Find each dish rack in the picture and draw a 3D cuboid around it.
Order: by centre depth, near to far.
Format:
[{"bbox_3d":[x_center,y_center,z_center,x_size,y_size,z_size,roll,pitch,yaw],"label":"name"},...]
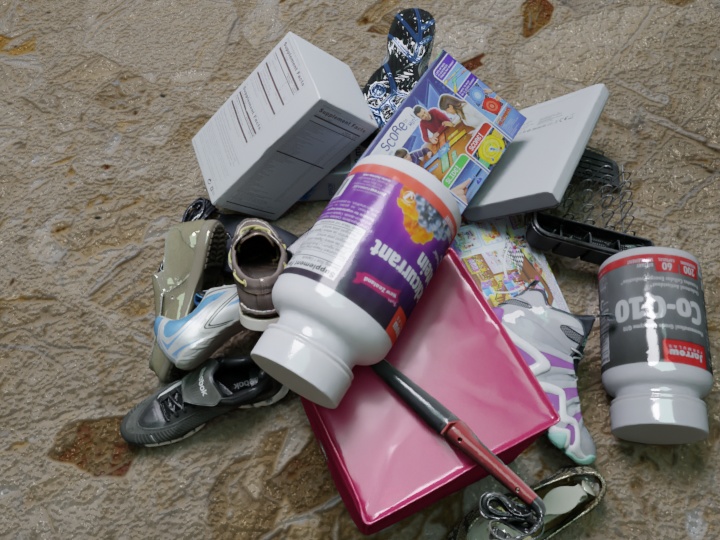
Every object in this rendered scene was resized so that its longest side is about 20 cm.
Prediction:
[{"bbox_3d":[0.284,-0.098,0.818,0.153,0.055,0.200,14,57,-6],"label":"dish rack"}]

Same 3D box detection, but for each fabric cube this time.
[{"bbox_3d":[0.047,0.134,0.655,0.200,0.199,0.197,-24,68,-10],"label":"fabric cube"}]

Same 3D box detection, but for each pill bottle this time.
[{"bbox_3d":[-0.005,0.010,0.543,0.111,0.111,0.200,27,70,13],"label":"pill bottle"},{"bbox_3d":[0.331,0.085,0.720,0.114,0.114,0.201,6,65,4],"label":"pill bottle"}]

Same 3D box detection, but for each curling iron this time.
[{"bbox_3d":[0.073,0.141,0.528,0.050,0.026,0.200,-36,69,-18],"label":"curling iron"}]

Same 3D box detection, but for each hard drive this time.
[{"bbox_3d":[0.220,-0.147,0.798,0.026,0.132,0.200,47,58,-25],"label":"hard drive"}]

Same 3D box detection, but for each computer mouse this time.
[{"bbox_3d":[-0.154,-0.025,0.814,0.199,0.053,0.139,15,65,8],"label":"computer mouse"}]

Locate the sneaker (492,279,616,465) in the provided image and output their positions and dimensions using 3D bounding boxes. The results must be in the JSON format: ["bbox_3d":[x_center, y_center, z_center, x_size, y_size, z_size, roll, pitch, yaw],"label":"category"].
[{"bbox_3d":[0.230,0.101,0.700,0.140,0.078,0.200,-38,88,5],"label":"sneaker"}]

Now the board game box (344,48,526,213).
[{"bbox_3d":[0.092,-0.146,0.760,0.135,0.034,0.200,38,75,-6],"label":"board game box"}]

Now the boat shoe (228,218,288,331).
[{"bbox_3d":[-0.111,-0.014,0.700,0.072,0.060,0.200,-4,31,-9],"label":"boat shoe"}]

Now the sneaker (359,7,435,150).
[{"bbox_3d":[0.051,-0.238,0.832,0.076,0.077,0.200,21,77,11],"label":"sneaker"}]

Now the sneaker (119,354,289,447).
[{"bbox_3d":[-0.179,0.138,0.717,0.199,0.091,0.067,-19,65,-8],"label":"sneaker"}]

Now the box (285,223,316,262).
[{"bbox_3d":[0.000,0.000,0.718,0.079,0.200,0.141,41,71,17],"label":"box"}]

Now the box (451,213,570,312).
[{"bbox_3d":[0.160,-0.007,0.808,0.136,0.039,0.200,-14,65,-6],"label":"box"}]

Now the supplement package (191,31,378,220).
[{"bbox_3d":[-0.097,-0.171,0.795,0.200,0.114,0.110,-37,62,28],"label":"supplement package"}]

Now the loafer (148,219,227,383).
[{"bbox_3d":[-0.215,0.033,0.760,0.068,0.076,0.201,14,85,14],"label":"loafer"}]

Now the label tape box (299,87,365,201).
[{"bbox_3d":[-0.020,-0.175,0.877,0.199,0.066,0.144,-3,65,-3],"label":"label tape box"}]

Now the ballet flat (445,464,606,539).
[{"bbox_3d":[0.170,0.259,0.662,0.200,0.075,0.068,-26,68,-11],"label":"ballet flat"}]

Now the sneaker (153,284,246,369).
[{"bbox_3d":[-0.138,0.037,0.722,0.200,0.072,0.073,-30,76,-36],"label":"sneaker"}]
